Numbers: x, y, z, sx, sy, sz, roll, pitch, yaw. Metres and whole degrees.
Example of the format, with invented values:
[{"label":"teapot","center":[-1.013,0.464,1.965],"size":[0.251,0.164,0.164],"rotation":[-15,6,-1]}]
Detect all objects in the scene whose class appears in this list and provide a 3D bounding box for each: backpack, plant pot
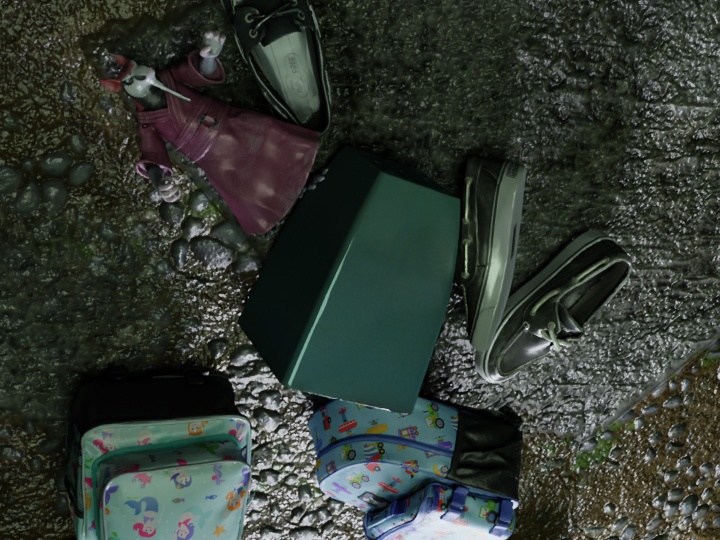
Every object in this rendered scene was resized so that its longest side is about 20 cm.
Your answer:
[{"label":"backpack","center":[0.044,0.200,1.141],"size":[0.198,0.136,0.182],"rotation":[20,149,-23]},{"label":"backpack","center":[-0.191,0.213,1.074],"size":[0.175,0.151,0.202],"rotation":[-2,123,-23]},{"label":"plant pot","center":[0.000,0.000,1.037],"size":[0.140,0.141,0.202],"rotation":[15,104,-29]}]

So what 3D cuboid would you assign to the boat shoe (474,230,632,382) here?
[{"label":"boat shoe","center":[0.200,0.046,1.177],"size":[0.070,0.064,0.200],"rotation":[35,101,-33]}]

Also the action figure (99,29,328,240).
[{"label":"action figure","center":[-0.125,-0.124,0.947],"size":[0.199,0.149,0.135],"rotation":[35,97,-14]}]

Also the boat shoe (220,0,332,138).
[{"label":"boat shoe","center":[-0.068,-0.196,0.935],"size":[0.074,0.066,0.202],"rotation":[-20,124,-10]}]

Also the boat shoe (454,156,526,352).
[{"label":"boat shoe","center":[0.120,-0.016,1.121],"size":[0.063,0.071,0.203],"rotation":[13,114,16]}]
